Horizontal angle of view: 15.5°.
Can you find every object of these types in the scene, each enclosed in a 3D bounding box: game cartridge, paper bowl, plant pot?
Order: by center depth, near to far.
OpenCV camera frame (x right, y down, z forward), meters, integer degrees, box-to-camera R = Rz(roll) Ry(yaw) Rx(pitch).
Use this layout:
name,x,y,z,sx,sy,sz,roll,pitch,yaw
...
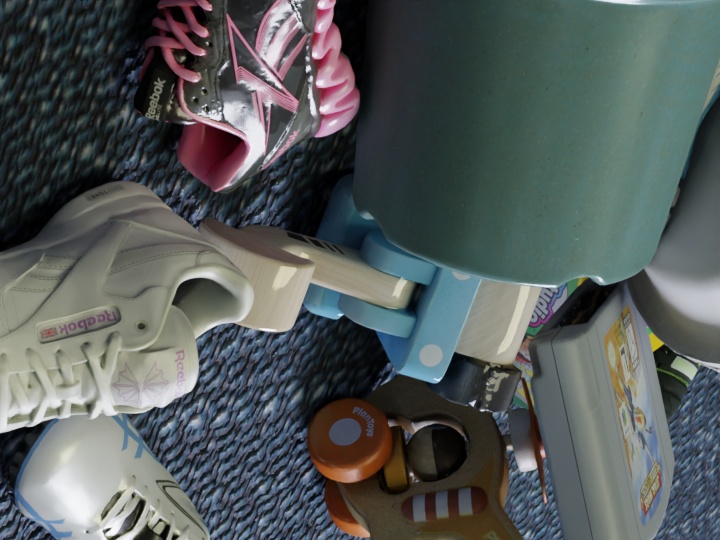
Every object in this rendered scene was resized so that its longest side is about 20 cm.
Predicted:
name,x,y,z,sx,sy,sz,roll,pitch,yaw
plant pot,0.083,-0.110,1.219,0.200,0.200,0.197,-22,130,-51
paper bowl,0.224,-0.041,1.429,0.104,0.201,0.201,24,95,-40
game cartridge,0.135,0.081,1.443,0.200,0.041,0.134,-38,113,-72

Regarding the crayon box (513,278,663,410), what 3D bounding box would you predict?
name,x,y,z,sx,sy,sz,roll,pitch,yaw
crayon box,0.157,-0.031,1.593,0.172,0.058,0.201,-29,139,-44

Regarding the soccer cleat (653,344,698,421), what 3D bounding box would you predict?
name,x,y,z,sx,sy,sz,roll,pitch,yaw
soccer cleat,0.198,0.047,1.744,0.200,0.067,0.081,-38,128,-39

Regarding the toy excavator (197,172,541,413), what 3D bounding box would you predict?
name,x,y,z,sx,sy,sz,roll,pitch,yaw
toy excavator,0.000,0.000,1.319,0.195,0.199,0.100,-115,-137,-68

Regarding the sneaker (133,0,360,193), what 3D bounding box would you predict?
name,x,y,z,sx,sy,sz,roll,pitch,yaw
sneaker,-0.060,-0.105,1.145,0.095,0.079,0.200,-38,146,-16

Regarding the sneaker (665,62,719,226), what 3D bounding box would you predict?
name,x,y,z,sx,sy,sz,roll,pitch,yaw
sneaker,0.154,-0.099,1.371,0.087,0.075,0.201,24,84,-77

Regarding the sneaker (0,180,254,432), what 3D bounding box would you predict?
name,x,y,z,sx,sy,sz,roll,pitch,yaw
sneaker,-0.128,0.029,1.114,0.200,0.099,0.075,-35,145,-38

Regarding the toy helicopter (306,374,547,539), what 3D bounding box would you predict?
name,x,y,z,sx,sy,sz,roll,pitch,yaw
toy helicopter,0.069,0.131,1.437,0.132,0.200,0.079,-31,145,-12

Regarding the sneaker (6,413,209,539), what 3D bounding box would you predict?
name,x,y,z,sx,sy,sz,roll,pitch,yaw
sneaker,-0.109,0.122,1.267,0.072,0.072,0.200,-51,150,-15
